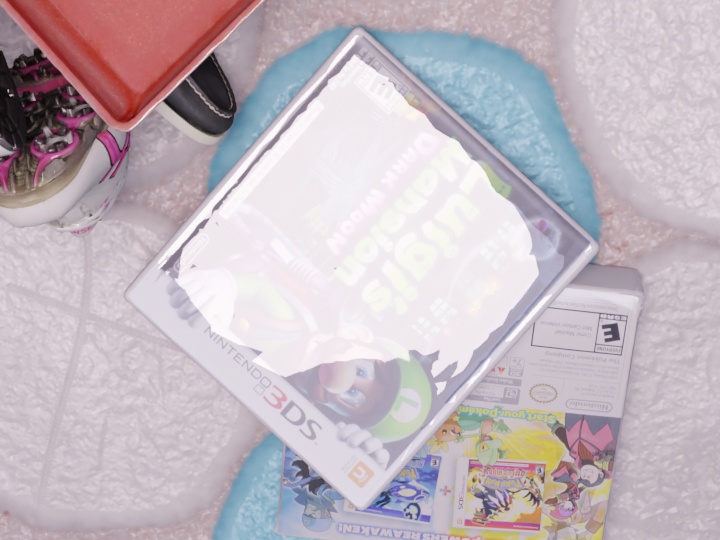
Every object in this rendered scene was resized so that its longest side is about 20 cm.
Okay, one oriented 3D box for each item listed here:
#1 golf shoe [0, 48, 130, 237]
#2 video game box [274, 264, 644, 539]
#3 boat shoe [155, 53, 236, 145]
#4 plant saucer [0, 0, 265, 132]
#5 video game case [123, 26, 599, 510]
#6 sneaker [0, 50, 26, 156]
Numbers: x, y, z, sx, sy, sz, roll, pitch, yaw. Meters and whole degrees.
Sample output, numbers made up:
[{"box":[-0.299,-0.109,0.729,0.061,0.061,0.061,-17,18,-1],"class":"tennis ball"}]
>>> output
[{"box":[-0.148,-0.056,0.926,0.072,0.200,0.093,-12,111,5],"class":"golf shoe"},{"box":[0.055,0.079,1.054,0.199,0.047,0.183,7,110,1],"class":"video game box"},{"box":[-0.115,-0.162,0.947,0.066,0.075,0.200,-31,95,19],"class":"boat shoe"},{"box":[-0.105,-0.201,0.883,0.200,0.037,0.200,-44,78,3],"class":"plant saucer"},{"box":[0.000,0.000,0.992,0.182,0.023,0.200,42,94,-2],"class":"video game case"},{"box":[-0.230,-0.133,0.836,0.087,0.076,0.201,-22,76,9],"class":"sneaker"}]
